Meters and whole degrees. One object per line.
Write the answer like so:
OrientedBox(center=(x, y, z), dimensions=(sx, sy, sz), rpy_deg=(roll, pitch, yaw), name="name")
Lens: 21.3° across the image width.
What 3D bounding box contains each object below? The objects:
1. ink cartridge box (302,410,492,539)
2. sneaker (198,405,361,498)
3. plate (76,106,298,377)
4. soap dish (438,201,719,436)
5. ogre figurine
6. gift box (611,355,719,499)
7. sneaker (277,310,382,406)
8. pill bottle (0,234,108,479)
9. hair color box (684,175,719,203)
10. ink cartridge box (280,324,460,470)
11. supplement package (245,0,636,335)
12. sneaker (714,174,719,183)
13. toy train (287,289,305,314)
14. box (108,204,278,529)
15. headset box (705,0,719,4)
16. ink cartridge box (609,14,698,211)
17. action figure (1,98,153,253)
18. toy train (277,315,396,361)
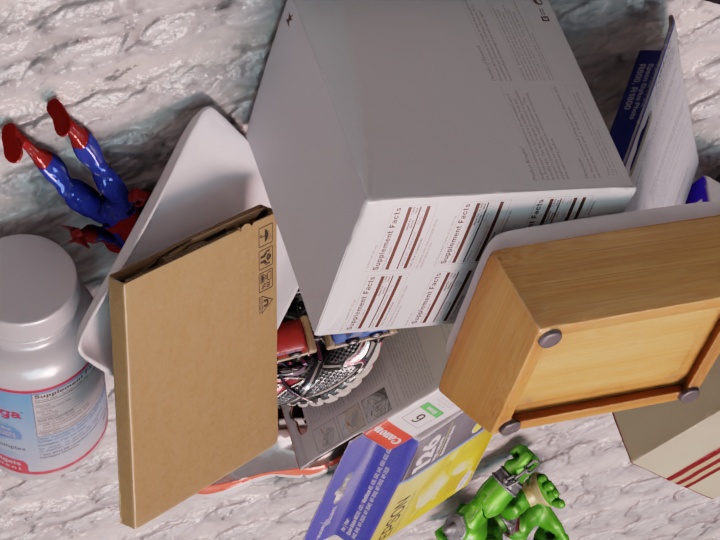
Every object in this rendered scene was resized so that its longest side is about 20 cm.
OrientedBox(center=(0.048, 0.177, 1.759), dimensions=(0.199, 0.047, 0.198), rpy_deg=(-32, 158, -35), name="ink cartridge box")
OrientedBox(center=(-0.075, 0.138, 1.688), dimensions=(0.198, 0.077, 0.082), rpy_deg=(-24, 139, 4), name="sneaker")
OrientedBox(center=(-0.119, 0.004, 1.429), dimensions=(0.200, 0.032, 0.201), rpy_deg=(41, 72, -53), name="plate")
OrientedBox(center=(0.165, 0.035, 1.313), dimensions=(0.198, 0.082, 0.158), rpy_deg=(-9, 145, -21), name="soap dish")
OrientedBox(center=(0.146, 0.265, 1.960), dimensions=(0.119, 0.098, 0.200), rpy_deg=(-34, 163, -9), name="ogre figurine")
OrientedBox(center=(0.323, 0.083, 1.708), dimensions=(0.186, 0.186, 0.199), rpy_deg=(-34, 150, 24), name="gift box")
OrientedBox(center=(-0.076, 0.082, 1.585), dimensions=(0.198, 0.081, 0.075), rpy_deg=(-23, 165, 5), name="sneaker")
OrientedBox(center=(-0.251, 0.065, 1.465), dimensions=(0.108, 0.109, 0.201), rpy_deg=(-11, 145, -12), name="pill bottle")
OrientedBox(center=(0.341, 0.015, 1.583), dimensions=(0.199, 0.110, 0.065), rpy_deg=(26, 134, -29), name="hair color box")
OrientedBox(center=(0.026, 0.086, 1.630), dimensions=(0.199, 0.110, 0.050), rpy_deg=(-32, 144, 19), name="ink cartridge box")
OrientedBox(center=(0.049, -0.078, 1.338), dimensions=(0.198, 0.192, 0.148), rpy_deg=(-4, 143, -22), name="supplement package")
OrientedBox(center=(0.361, -0.044, 1.662), dimensions=(0.084, 0.075, 0.200), rpy_deg=(-30, 136, 26), name="sneaker")
OrientedBox(center=(0.000, 0.000, 1.560), dimensions=(0.198, 0.034, 0.046), rpy_deg=(-15, 154, -6), name="toy train")
OrientedBox(center=(-0.120, 0.070, 1.413), dimensions=(0.163, 0.021, 0.202), rpy_deg=(-28, 128, -45), name="box")
OrientedBox(center=(0.265, -0.269, 1.269), dimensions=(0.198, 0.093, 0.174), rpy_deg=(9, 136, -34), name="headset box")
OrientedBox(center=(0.204, -0.060, 1.456), dimensions=(0.040, 0.201, 0.200), rpy_deg=(12, 153, 21), name="ink cartridge box")
OrientedBox(center=(-0.185, -0.049, 1.397), dimensions=(0.065, 0.052, 0.200), rpy_deg=(-31, 147, 8), name="action figure")
OrientedBox(center=(-0.063, 0.056, 1.531), dimensions=(0.198, 0.034, 0.046), rpy_deg=(-14, 165, -3), name="toy train")
